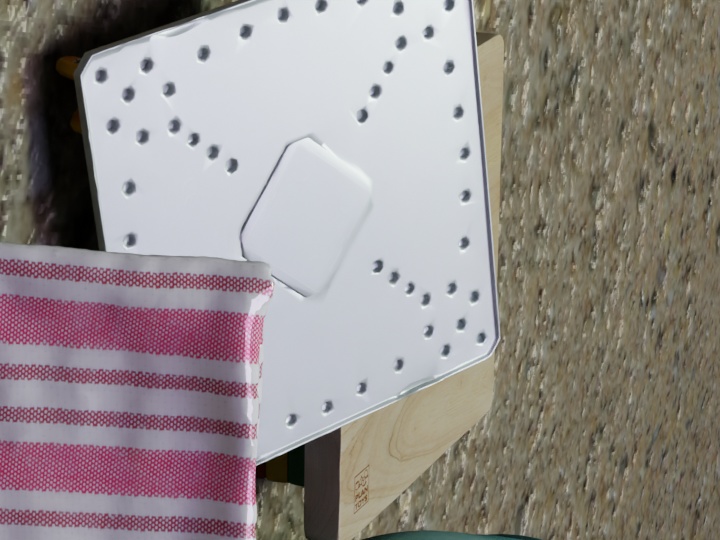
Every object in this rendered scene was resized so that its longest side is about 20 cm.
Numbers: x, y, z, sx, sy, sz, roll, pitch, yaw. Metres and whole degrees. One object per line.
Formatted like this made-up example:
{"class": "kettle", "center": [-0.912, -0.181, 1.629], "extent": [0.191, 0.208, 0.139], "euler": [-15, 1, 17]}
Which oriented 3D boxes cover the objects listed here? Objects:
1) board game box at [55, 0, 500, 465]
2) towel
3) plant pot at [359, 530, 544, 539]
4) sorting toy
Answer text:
{"class": "board game box", "center": [-0.030, -0.025, 1.139], "extent": [0.200, 0.026, 0.201], "euler": [-23, 119, -34]}
{"class": "towel", "center": [-0.106, 0.091, 0.979], "extent": [0.030, 0.146, 0.201], "euler": [-155, -112, -71]}
{"class": "plant pot", "center": [0.022, 0.211, 1.278], "extent": [0.188, 0.199, 0.201], "euler": [25, 75, -57]}
{"class": "sorting toy", "center": [0.000, 0.000, 1.295], "extent": [0.200, 0.069, 0.200], "euler": [-35, 130, -61]}
